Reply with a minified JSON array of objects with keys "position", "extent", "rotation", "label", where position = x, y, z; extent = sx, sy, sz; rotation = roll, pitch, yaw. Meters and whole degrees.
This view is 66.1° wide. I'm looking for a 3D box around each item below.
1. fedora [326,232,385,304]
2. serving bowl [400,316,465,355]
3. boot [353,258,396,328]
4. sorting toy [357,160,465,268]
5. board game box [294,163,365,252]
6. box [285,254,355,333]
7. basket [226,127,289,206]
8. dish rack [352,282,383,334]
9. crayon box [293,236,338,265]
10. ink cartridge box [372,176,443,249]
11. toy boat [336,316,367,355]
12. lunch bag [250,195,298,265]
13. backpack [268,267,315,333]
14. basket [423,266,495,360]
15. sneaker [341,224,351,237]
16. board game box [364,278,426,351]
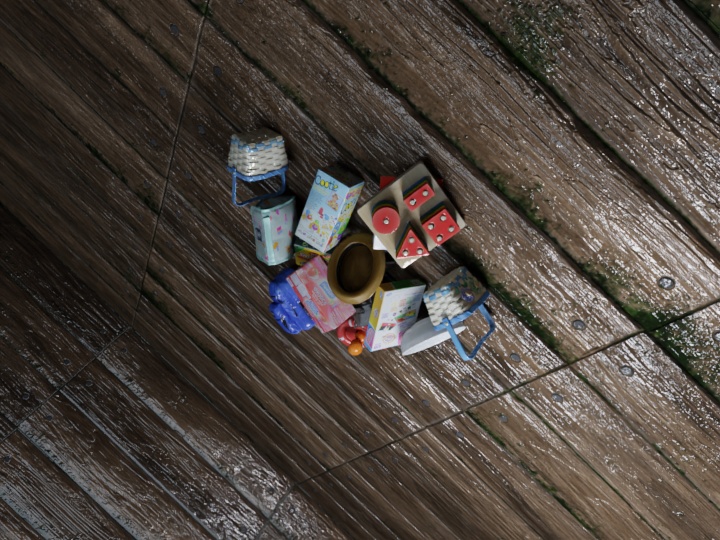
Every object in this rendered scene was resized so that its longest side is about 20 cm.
[{"position":[0.000,0.000,1.544],"extent":[0.198,0.204,0.082],"rotation":[12,171,33],"label":"fedora"},{"position":[0.199,0.173,1.584],"extent":[0.200,0.197,0.067],"rotation":[-42,65,52],"label":"serving bowl"},{"position":[0.044,0.069,1.625],"extent":[0.197,0.069,0.177],"rotation":[-21,92,24],"label":"boot"},{"position":[0.126,-0.120,1.343],"extent":[0.197,0.070,0.200],"rotation":[-34,114,16],"label":"sorting toy"},{"position":[-0.084,-0.170,1.502],"extent":[0.104,0.103,0.202],"rotation":[32,119,13],"label":"board game box"},{"position":[-0.116,0.070,1.620],"extent":[0.202,0.094,0.102],"rotation":[56,153,-3],"label":"box"},{"position":[-0.287,-0.293,1.573],"extent":[0.138,0.175,0.203],"rotation":[30,129,38],"label":"basket"},{"position":[0.053,0.128,1.697],"extent":[0.152,0.055,0.201],"rotation":[-36,97,7],"label":"dish rack"},{"position":[-0.133,-0.046,1.682],"extent":[0.125,0.052,0.200],"rotation":[15,161,2],"label":"crayon box"},{"position":[0.117,-0.136,1.391],"extent":[0.159,0.058,0.202],"rotation":[2,140,-4],"label":"ink cartridge box"},{"position":[0.000,0.224,1.832],"extent":[0.198,0.131,0.132],"rotation":[-1,129,41],"label":"toy boat"},{"position":[-0.252,-0.121,1.625],"extent":[0.119,0.200,0.174],"rotation":[-1,108,8],"label":"lunch bag"},{"position":[-0.228,0.101,1.877],"extent":[0.202,0.167,0.162],"rotation":[57,158,-12],"label":"backpack"},{"position":[0.266,0.110,1.444],"extent":[0.138,0.176,0.202],"rotation":[-24,100,42],"label":"basket"},{"position":[-0.105,-0.137,1.648],"extent":[0.199,0.067,0.091],"rotation":[-7,106,51],"label":"sneaker"},{"position":[0.098,0.127,1.591],"extent":[0.040,0.151,0.203],"rotation":[41,128,44],"label":"board game box"}]
